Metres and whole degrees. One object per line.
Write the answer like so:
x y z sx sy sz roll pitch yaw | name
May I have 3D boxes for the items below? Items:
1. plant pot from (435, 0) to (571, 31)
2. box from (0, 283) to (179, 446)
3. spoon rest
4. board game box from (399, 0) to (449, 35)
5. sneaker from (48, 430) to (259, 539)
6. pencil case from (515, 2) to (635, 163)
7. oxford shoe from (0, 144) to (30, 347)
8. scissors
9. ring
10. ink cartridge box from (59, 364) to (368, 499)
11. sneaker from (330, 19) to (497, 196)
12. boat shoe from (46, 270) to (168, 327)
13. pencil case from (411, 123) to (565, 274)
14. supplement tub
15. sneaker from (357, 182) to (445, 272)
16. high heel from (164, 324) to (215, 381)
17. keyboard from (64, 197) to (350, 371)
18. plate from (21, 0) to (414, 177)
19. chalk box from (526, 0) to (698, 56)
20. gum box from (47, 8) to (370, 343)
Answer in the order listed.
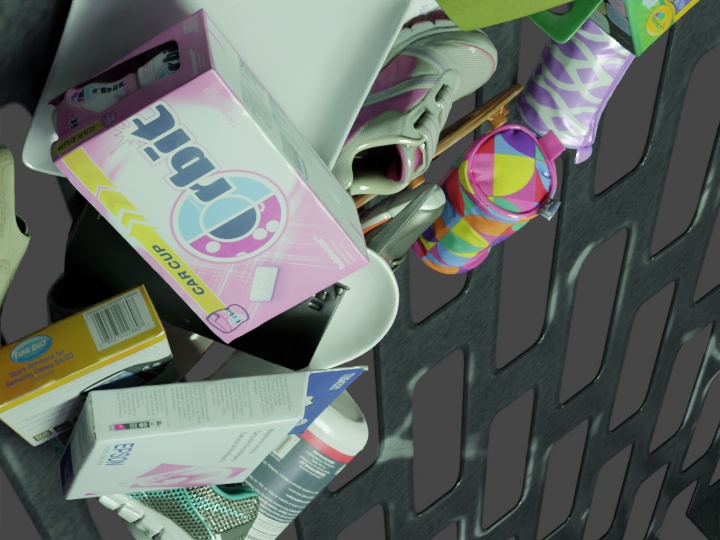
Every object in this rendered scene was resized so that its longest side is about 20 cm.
0.126 -0.254 1.017 0.199 0.188 0.187 -34 157 16 | plant pot
-0.187 0.070 1.043 0.118 0.042 0.200 -24 171 -9 | box
-0.062 0.050 1.134 0.199 0.061 0.100 -31 120 9 | spoon rest
-0.008 -0.147 1.115 0.199 0.040 0.154 -20 146 -39 | board game box
-0.165 0.162 1.236 0.091 0.200 0.078 -51 -163 -4 | sneaker
0.208 -0.196 1.298 0.084 0.085 0.201 -28 153 -48 | pencil case
-0.240 0.003 0.981 0.074 0.071 0.201 -34 155 -30 | oxford shoe
0.000 0.000 1.206 0.199 0.073 0.014 -29 -161 29 | scissors
0.047 -0.084 1.200 0.200 0.019 0.200 -35 -176 3 | ring
-0.110 0.121 1.113 0.198 0.044 0.196 -3 161 -17 | ink cartridge box
0.025 -0.102 1.080 0.199 0.088 0.082 -33 153 -20 | sneaker
-0.139 -0.008 1.114 0.199 0.072 0.068 -25 152 -18 | boat shoe
0.102 -0.057 1.290 0.088 0.089 0.200 -32 177 -20 | pencil case
-0.104 0.165 1.339 0.200 0.140 0.140 -46 154 7 | supplement tub
0.004 0.003 1.259 0.199 0.082 0.077 -36 -177 28 | sneaker
-0.145 0.030 1.199 0.199 0.096 0.068 -31 120 8 | high heel
-0.100 -0.016 1.071 0.199 0.021 0.128 23 104 -20 | keyboard
-0.092 -0.127 0.953 0.198 0.032 0.201 11 129 -22 | plate
0.201 -0.259 1.147 0.200 0.125 0.124 -42 155 -4 | chalk box
-0.093 -0.057 0.949 0.113 0.066 0.200 -28 132 13 | gum box
